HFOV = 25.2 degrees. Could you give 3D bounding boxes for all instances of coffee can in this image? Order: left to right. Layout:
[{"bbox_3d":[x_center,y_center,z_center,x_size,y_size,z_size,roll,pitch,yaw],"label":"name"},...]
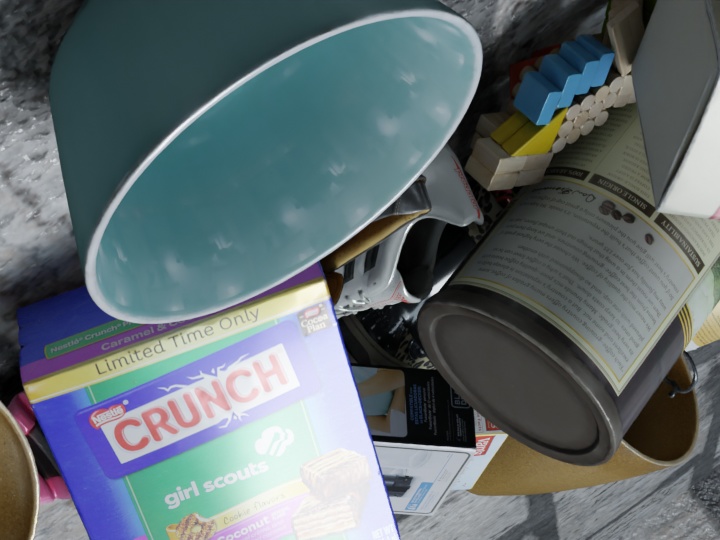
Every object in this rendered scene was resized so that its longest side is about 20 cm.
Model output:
[{"bbox_3d":[0.151,-0.001,1.010,0.200,0.146,0.147,-50,165,-22],"label":"coffee can"}]

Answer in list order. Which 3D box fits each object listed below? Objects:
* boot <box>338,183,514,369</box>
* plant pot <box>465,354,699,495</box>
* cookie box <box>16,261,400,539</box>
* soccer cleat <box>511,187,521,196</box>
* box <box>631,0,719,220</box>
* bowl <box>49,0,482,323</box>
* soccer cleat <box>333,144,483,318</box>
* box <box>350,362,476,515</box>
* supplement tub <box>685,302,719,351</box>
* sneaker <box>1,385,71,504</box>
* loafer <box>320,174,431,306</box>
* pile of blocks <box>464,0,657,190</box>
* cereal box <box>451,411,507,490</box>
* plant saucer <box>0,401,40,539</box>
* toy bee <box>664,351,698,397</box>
[{"bbox_3d":[0.076,0.014,1.173,0.154,0.074,0.203,-44,160,13],"label":"boot"},{"bbox_3d":[0.167,0.121,1.440,0.200,0.187,0.186,-32,166,36],"label":"plant pot"},{"bbox_3d":[-0.082,0.090,0.907,0.170,0.075,0.201,-19,125,-5],"label":"cookie box"},{"bbox_3d":[0.187,-0.088,1.151,0.199,0.067,0.082,-15,128,-35],"label":"soccer cleat"},{"bbox_3d":[0.264,-0.099,0.890,0.198,0.128,0.109,7,137,-7],"label":"box"},{"bbox_3d":[-0.056,-0.079,0.709,0.200,0.105,0.201,-30,158,-13],"label":"bowl"},{"bbox_3d":[0.000,0.000,0.998,0.068,0.085,0.200,-8,146,-51],"label":"soccer cleat"},{"bbox_3d":[-0.032,0.112,1.092,0.198,0.061,0.117,6,148,-13],"label":"box"},{"bbox_3d":[0.279,-0.022,1.265,0.199,0.145,0.144,-23,164,17],"label":"supplement tub"},{"bbox_3d":[-0.225,0.120,0.949,0.200,0.079,0.095,-37,-157,-34],"label":"sneaker"},{"bbox_3d":[-0.041,-0.005,0.940,0.200,0.072,0.073,-46,158,28],"label":"loafer"},{"bbox_3d":[0.132,-0.131,0.970,0.200,0.062,0.082,-38,144,-11],"label":"pile of blocks"},{"bbox_3d":[0.003,0.137,1.237,0.198,0.040,0.144,-2,156,-11],"label":"cereal box"},{"bbox_3d":[-0.265,0.125,0.818,0.199,0.035,0.202,-13,119,-24],"label":"plant saucer"},{"bbox_3d":[0.139,0.059,1.222,0.108,0.132,0.200,-30,-169,-25],"label":"toy bee"}]
